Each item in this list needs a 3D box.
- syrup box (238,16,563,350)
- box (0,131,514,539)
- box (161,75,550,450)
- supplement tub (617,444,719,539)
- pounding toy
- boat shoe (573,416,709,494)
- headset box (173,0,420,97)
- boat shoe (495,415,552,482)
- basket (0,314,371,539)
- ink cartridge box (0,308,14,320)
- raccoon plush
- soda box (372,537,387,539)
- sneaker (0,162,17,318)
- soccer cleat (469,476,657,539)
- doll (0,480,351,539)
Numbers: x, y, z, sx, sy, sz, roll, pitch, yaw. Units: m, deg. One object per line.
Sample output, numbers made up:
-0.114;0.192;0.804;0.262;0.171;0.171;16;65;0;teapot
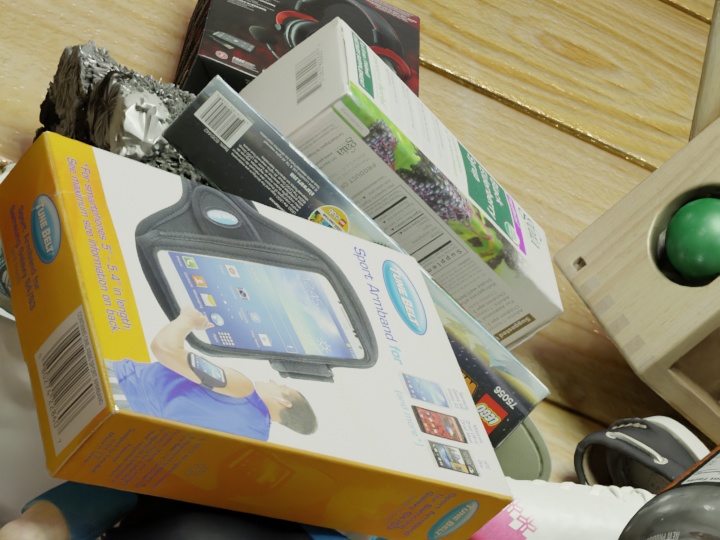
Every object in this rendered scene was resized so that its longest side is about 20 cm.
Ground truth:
0.024;-0.037;0.941;0.200;0.081;0.079;42;26;-31;syrup box
-0.027;0.031;0.591;0.200;0.041;0.119;16;40;-39;box
0.000;0.000;0.783;0.200;0.040;0.137;44;0;5;box
0.191;0.130;0.741;0.123;0.123;0.200;42;42;20;supplement tub
0.220;-0.025;0.989;0.200;0.184;0.142;37;17;-49;pounding toy
0.191;0.151;0.889;0.060;0.074;0.200;-3;41;-41;boat shoe
-0.041;-0.131;1.099;0.149;0.075;0.200;22;32;-11;headset box
0.014;0.053;0.887;0.199;0.075;0.066;26;15;4;boat shoe
-0.117;0.124;0.630;0.200;0.123;0.136;27;32;-2;basket
-0.116;0.072;0.789;0.095;0.037;0.200;-10;46;-48;ink cartridge box
-0.095;-0.054;0.901;0.134;0.097;0.200;13;12;-25;raccoon plush
-0.036;0.051;0.797;0.200;0.068;0.064;47;15;27;soda box
-0.066;0.027;0.673;0.200;0.078;0.086;27;-4;-27;sneaker
0.112;0.133;0.828;0.200;0.086;0.070;32;-11;-5;soccer cleat
-0.053;0.106;0.542;0.136;0.048;0.200;16;34;-23;doll
